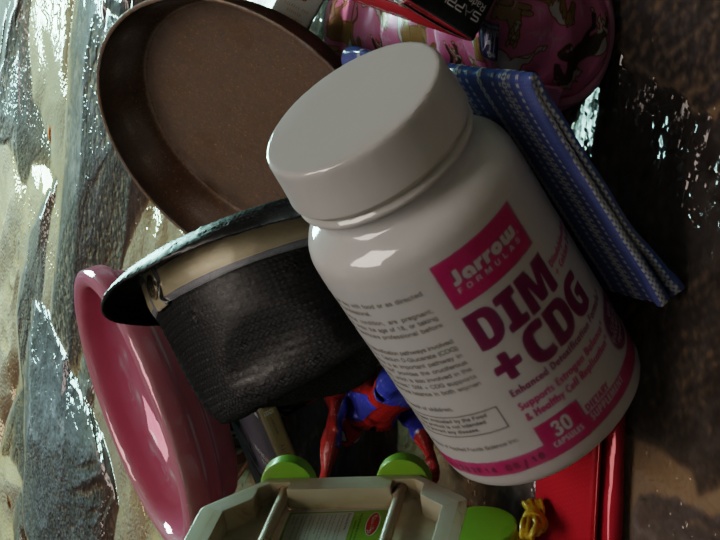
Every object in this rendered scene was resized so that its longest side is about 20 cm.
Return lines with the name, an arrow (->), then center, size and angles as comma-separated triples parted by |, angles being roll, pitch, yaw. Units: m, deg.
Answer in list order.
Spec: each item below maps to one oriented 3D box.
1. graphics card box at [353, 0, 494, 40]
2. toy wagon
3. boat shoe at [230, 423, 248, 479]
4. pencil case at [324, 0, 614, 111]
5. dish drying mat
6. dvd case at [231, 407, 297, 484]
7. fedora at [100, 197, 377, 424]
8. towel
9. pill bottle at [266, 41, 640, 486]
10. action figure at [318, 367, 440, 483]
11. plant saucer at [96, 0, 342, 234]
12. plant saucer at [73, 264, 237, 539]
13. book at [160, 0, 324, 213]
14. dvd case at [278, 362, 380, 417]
graphics card box -> 0.056, -0.221, 0.973 | 0.201, 0.051, 0.125 | -63, 30, 2
toy wagon -> 0.002, 0.149, 1.043 | 0.155, 0.198, 0.040 | -65, -30, -66
boat shoe -> -0.094, 0.107, 1.397 | 0.200, 0.075, 0.072 | 114, 141, -59
pencil case -> 0.054, -0.132, 1.046 | 0.083, 0.086, 0.200 | 62, 162, -21
dish drying mat -> 0.112, 0.144, 1.025 | 0.077, 0.018, 0.202 | -161, 70, -64
dvd case -> -0.049, 0.146, 1.252 | 0.149, 0.016, 0.201 | 38, 152, 64
fedora -> -0.041, 0.026, 1.045 | 0.200, 0.199, 0.092 | -34, 72, 61
towel -> 0.073, -0.054, 0.992 | 0.145, 0.024, 0.200 | 53, 165, -24
pill bottle -> 0.045, -0.002, 0.935 | 0.201, 0.113, 0.113 | 55, 168, -29
action figure -> 0.027, 0.089, 1.136 | 0.200, 0.065, 0.100 | 142, 134, -60
plant saucer -> -0.062, -0.082, 1.131 | 0.199, 0.035, 0.201 | 19, 137, 19
plant saucer -> -0.134, 0.088, 1.305 | 0.201, 0.050, 0.201 | 56, 158, 36
book -> -0.060, -0.136, 1.224 | 0.201, 0.048, 0.134 | -57, 10, 34
dvd case -> 0.000, 0.000, 1.175 | 0.200, 0.022, 0.147 | -31, 41, 61
